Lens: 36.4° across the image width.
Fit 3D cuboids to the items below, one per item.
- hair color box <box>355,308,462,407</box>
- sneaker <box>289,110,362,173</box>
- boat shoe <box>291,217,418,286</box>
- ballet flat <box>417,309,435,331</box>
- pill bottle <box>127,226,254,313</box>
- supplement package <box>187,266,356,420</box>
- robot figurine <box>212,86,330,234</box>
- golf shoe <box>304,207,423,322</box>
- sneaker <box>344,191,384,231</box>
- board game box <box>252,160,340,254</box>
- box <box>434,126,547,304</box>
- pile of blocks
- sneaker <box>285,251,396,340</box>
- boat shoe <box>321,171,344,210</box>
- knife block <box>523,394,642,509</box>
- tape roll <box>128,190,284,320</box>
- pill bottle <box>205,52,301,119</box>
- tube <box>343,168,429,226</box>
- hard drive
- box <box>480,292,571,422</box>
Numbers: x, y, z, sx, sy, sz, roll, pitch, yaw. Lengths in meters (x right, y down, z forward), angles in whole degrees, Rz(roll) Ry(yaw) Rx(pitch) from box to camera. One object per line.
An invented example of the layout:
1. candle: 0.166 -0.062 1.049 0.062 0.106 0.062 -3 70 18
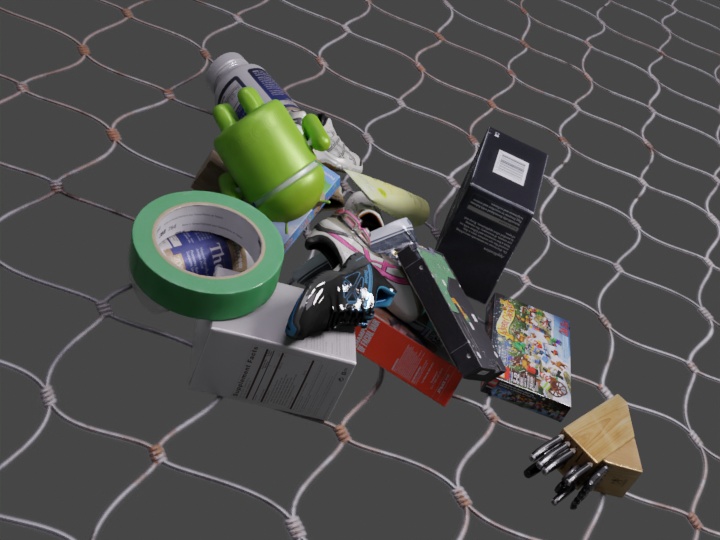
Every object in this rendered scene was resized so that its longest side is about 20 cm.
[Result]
1. hair color box: 0.059 0.106 1.573 0.198 0.065 0.111 31 13 7
2. sneaker: -0.055 -0.213 1.824 0.075 0.089 0.199 7 -2 34
3. boat shoe: 0.000 0.000 1.649 0.198 0.071 0.092 -24 83 -1
4. ballet flat: 0.116 0.065 1.686 0.075 0.068 0.200 -9 45 -49
5. pill bottle: -0.215 -0.018 1.533 0.198 0.112 0.111 -18 54 -35
6. supplement package: -0.118 0.098 1.459 0.197 0.121 0.122 15 39 -15
7. robot figurine: -0.127 -0.156 1.533 0.201 0.174 0.116 56 5 -7
8. golf shoe: 0.004 0.007 1.568 0.092 0.073 0.200 -36 74 -28
9. sneaker: 0.014 -0.079 1.776 0.072 0.085 0.201 14 38 -12
10. board game box: -0.148 -0.106 1.676 0.150 0.037 0.201 34 70 11
11. box: 0.209 -0.092 1.806 0.116 0.201 0.198 25 38 0
12. pile of blocks: -0.151 -0.128 1.639 0.197 0.083 0.063 13 35 -5
13. sneaker: -0.023 0.041 1.423 0.082 0.074 0.200 38 39 12
14. boat shoe: -0.104 -0.119 1.770 0.198 0.072 0.077 -11 62 -39
15. knife block: 0.309 0.251 1.575 0.173 0.064 0.201 18 38 -12
16. tape roll: -0.199 -0.023 1.420 0.197 0.049 0.202 10 41 -9
17. pill bottle: -0.182 -0.281 1.874 0.110 0.112 0.200 -14 53 -40
18. tube: 0.047 -0.118 1.798 0.057 0.053 0.199 -1 -11 33
19. hard drive: 0.129 0.061 1.543 0.202 0.038 0.139 63 16 16
20. box: 0.259 0.132 1.708 0.135 0.038 0.201 21 38 -7
